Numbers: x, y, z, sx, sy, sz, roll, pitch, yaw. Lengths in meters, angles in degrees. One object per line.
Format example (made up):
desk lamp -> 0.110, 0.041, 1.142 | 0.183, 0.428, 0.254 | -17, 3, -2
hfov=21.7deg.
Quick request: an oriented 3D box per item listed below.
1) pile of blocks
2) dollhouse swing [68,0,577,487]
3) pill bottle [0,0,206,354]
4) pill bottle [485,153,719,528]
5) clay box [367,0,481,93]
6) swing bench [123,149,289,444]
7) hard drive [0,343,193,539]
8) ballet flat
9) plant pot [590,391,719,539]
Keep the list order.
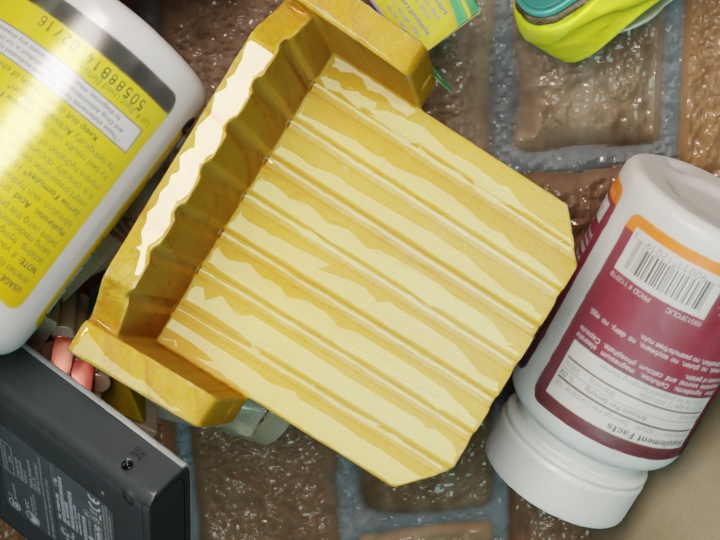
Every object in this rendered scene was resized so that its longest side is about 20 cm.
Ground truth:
pile of blocks -> -0.141, 0.024, 0.943 | 0.082, 0.062, 0.201 | -20, 122, 8
dollhouse swing -> 0.000, 0.000, 0.889 | 0.175, 0.182, 0.201 | 33, 89, 5
pill bottle -> -0.168, -0.033, 0.839 | 0.111, 0.111, 0.200 | 39, 81, -22
pill bottle -> 0.159, 0.044, 1.098 | 0.114, 0.114, 0.201 | 21, 113, -16
clay box -> -0.006, -0.190, 0.961 | 0.048, 0.115, 0.200 | -37, 116, 6
swing bench -> -0.121, -0.005, 1.035 | 0.198, 0.130, 0.201 | 15, 115, -14
hard drive -> -0.168, 0.089, 0.946 | 0.199, 0.033, 0.140 | 33, 146, 21
ballet flat -> 0.173, -0.181, 1.020 | 0.199, 0.067, 0.067 | -35, 136, 8
plant pot -> 0.252, 0.204, 1.141 | 0.186, 0.200, 0.188 | -3, 118, -5
